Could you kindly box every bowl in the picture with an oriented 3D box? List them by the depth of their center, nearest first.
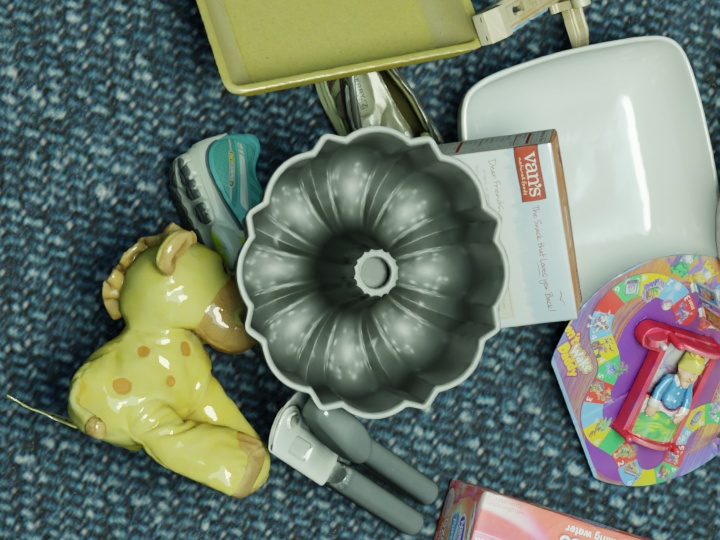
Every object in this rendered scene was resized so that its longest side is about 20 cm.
[{"bbox_3d":[0.170,-0.072,1.670,0.199,0.075,0.201,-15,97,-15],"label":"bowl"}]

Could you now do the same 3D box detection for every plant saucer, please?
[{"bbox_3d":[-0.032,-0.215,1.602,0.198,0.049,0.201,-11,61,-14],"label":"plant saucer"}]

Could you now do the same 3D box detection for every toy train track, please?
[{"bbox_3d":[0.145,-0.211,1.626,0.200,0.032,0.116,-36,111,-52],"label":"toy train track"}]

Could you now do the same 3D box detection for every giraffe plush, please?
[{"bbox_3d":[-0.135,0.055,1.546,0.199,0.172,0.163,26,83,-28],"label":"giraffe plush"}]

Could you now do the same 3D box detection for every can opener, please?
[{"bbox_3d":[-0.001,0.147,1.591,0.053,0.066,0.200,-61,141,-9],"label":"can opener"}]

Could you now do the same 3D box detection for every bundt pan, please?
[{"bbox_3d":[0.000,0.000,1.509,0.200,0.076,0.204,-1,92,-18],"label":"bundt pan"}]

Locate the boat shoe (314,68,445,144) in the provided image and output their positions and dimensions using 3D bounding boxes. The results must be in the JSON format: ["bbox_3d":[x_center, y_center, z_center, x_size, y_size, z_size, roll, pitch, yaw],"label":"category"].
[{"bbox_3d":[0.030,-0.085,1.642,0.073,0.065,0.201,-35,98,-12],"label":"boat shoe"}]

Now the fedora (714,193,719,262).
[{"bbox_3d":[0.332,-0.021,1.630,0.090,0.177,0.201,-32,135,-24],"label":"fedora"}]

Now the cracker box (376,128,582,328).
[{"bbox_3d":[0.057,-0.023,1.593,0.198,0.058,0.135,-7,104,12],"label":"cracker box"}]

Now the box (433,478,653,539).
[{"bbox_3d":[0.157,0.240,1.660,0.199,0.095,0.103,19,86,-14],"label":"box"}]

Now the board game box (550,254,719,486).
[{"bbox_3d":[0.240,0.089,1.669,0.157,0.039,0.201,-27,120,-8],"label":"board game box"}]

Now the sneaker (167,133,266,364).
[{"bbox_3d":[-0.071,-0.009,1.615,0.079,0.077,0.201,-25,96,-22],"label":"sneaker"}]
